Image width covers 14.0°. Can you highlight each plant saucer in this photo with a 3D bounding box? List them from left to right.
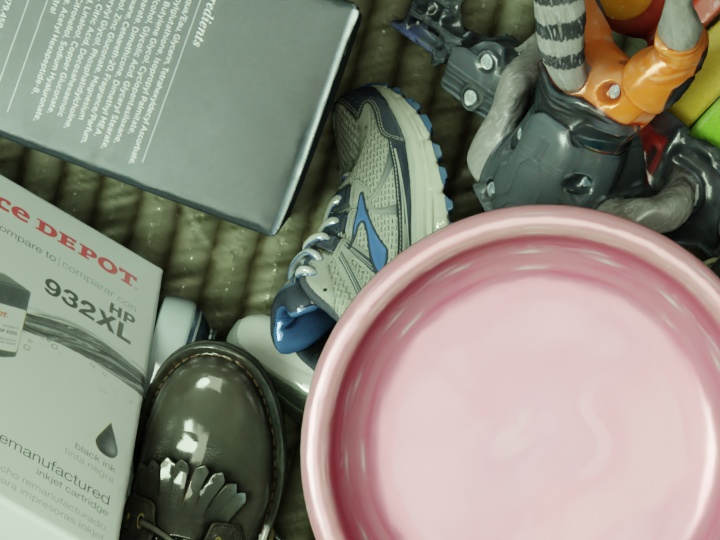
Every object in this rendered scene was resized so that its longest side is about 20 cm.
[{"bbox_3d":[0.075,0.074,1.211,0.199,0.051,0.202,0,91,-1],"label":"plant saucer"}]

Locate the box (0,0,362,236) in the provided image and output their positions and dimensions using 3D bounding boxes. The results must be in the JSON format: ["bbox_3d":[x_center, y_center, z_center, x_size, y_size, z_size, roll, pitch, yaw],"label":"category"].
[{"bbox_3d":[-0.108,-0.101,1.294,0.199,0.148,0.108,20,93,0],"label":"box"}]

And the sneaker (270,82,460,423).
[{"bbox_3d":[0.000,0.000,1.295,0.085,0.077,0.201,-6,54,-7],"label":"sneaker"}]

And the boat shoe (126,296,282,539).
[{"bbox_3d":[-0.066,0.115,1.348,0.090,0.071,0.202,8,100,0],"label":"boat shoe"}]

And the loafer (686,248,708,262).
[{"bbox_3d":[0.134,0.009,1.343,0.072,0.063,0.200,-43,75,14],"label":"loafer"}]

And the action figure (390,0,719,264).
[{"bbox_3d":[0.074,-0.081,1.270,0.199,0.104,0.194,30,126,29],"label":"action figure"}]

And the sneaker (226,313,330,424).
[{"bbox_3d":[0.037,0.052,1.348,0.199,0.070,0.081,20,78,-3],"label":"sneaker"}]

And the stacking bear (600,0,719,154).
[{"bbox_3d":[0.174,-0.094,1.312,0.200,0.114,0.121,47,132,4],"label":"stacking bear"}]

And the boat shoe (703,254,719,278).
[{"bbox_3d":[0.156,0.031,1.263,0.071,0.063,0.200,39,124,-2],"label":"boat shoe"}]

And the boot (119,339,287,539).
[{"bbox_3d":[-0.082,0.142,1.228,0.069,0.174,0.201,11,103,3],"label":"boot"}]

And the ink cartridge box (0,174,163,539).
[{"bbox_3d":[-0.172,0.049,1.257,0.145,0.201,0.084,31,122,-18],"label":"ink cartridge box"}]
